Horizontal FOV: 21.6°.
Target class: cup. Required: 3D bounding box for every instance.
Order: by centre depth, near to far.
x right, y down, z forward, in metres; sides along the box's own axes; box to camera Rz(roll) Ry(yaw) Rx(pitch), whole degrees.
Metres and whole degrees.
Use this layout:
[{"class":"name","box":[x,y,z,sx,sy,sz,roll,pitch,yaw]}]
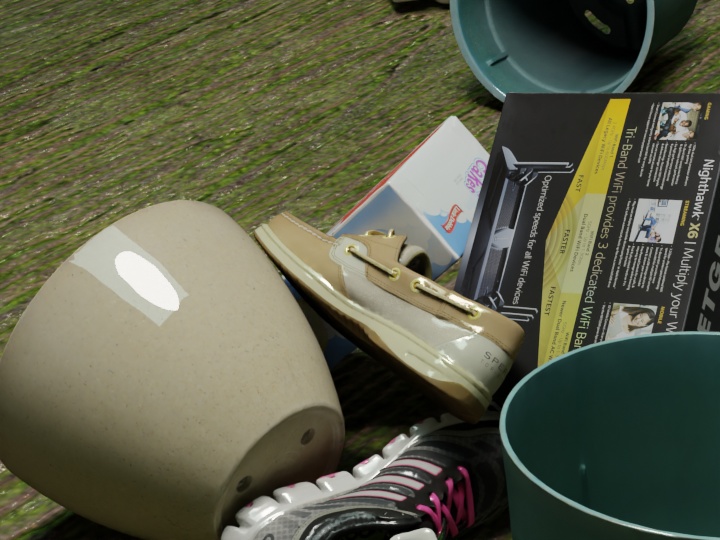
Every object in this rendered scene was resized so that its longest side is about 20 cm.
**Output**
[{"class":"cup","box":[-0.093,0.082,1.095,0.200,0.201,0.143,-26,50,-37]}]

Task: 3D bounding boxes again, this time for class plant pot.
[{"class":"plant pot","box":[0.165,0.144,0.899,0.199,0.162,0.201,-2,24,1]},{"class":"plant pot","box":[0.215,-0.258,1.752,0.199,0.202,0.196,9,20,29]}]

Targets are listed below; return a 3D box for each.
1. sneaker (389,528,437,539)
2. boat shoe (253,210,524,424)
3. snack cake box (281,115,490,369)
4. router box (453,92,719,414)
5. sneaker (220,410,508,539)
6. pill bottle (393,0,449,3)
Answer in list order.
[{"class":"sneaker","box":[0.050,0.198,0.915,0.070,0.081,0.200,-14,27,-21]},{"class":"boat shoe","box":[0.017,0.014,1.108,0.200,0.074,0.066,37,81,35]},{"class":"snack cake box","box":[0.000,0.000,1.231,0.200,0.067,0.115,-42,1,35]},{"class":"router box","box":[0.139,-0.006,1.109,0.156,0.052,0.201,4,69,35]},{"class":"sneaker","box":[0.026,0.144,1.050,0.199,0.074,0.087,-19,32,-23]},{"class":"pill bottle","box":[0.127,-0.351,2.040,0.199,0.115,0.114,-10,25,-7]}]
